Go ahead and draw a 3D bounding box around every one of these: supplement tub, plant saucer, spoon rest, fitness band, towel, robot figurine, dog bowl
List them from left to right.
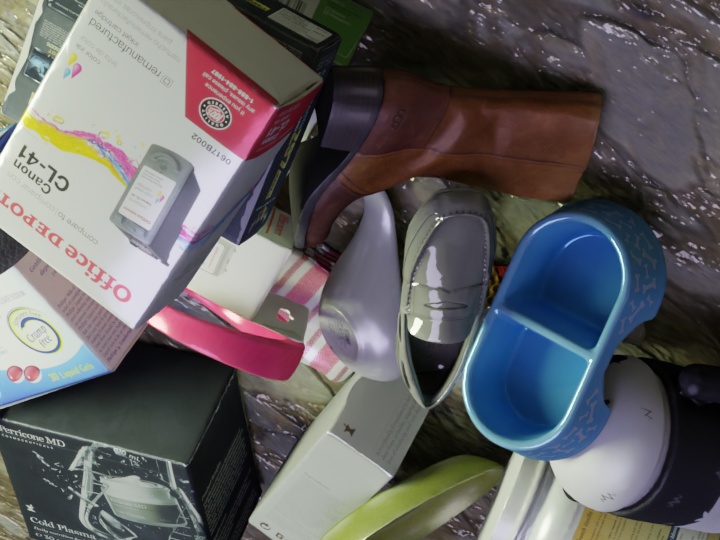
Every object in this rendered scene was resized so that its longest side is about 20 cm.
[{"bbox_3d":[-0.115,0.032,1.667,0.143,0.038,0.200,25,-173,-16],"label":"fitness band"},{"bbox_3d":[-0.070,0.017,1.773,0.200,0.030,0.146,30,144,-8],"label":"towel"},{"bbox_3d":[0.000,0.000,1.663,0.099,0.061,0.200,32,142,42],"label":"spoon rest"},{"bbox_3d":[0.034,0.212,1.856,0.031,0.200,0.200,58,145,13],"label":"plant saucer"},{"bbox_3d":[0.142,0.044,1.556,0.111,0.200,0.050,29,-167,25],"label":"dog bowl"},{"bbox_3d":[0.207,0.223,1.779,0.200,0.145,0.145,24,144,0],"label":"supplement tub"},{"bbox_3d":[0.236,0.131,1.642,0.199,0.151,0.125,13,-171,-29],"label":"robot figurine"}]

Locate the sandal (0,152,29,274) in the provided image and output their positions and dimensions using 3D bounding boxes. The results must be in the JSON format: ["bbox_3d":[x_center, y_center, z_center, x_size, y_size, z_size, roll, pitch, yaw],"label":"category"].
[{"bbox_3d":[-0.264,-0.066,1.665,0.076,0.200,0.043,49,172,-29],"label":"sandal"}]

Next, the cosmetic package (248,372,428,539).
[{"bbox_3d":[-0.016,0.164,1.863,0.074,0.102,0.200,35,144,-5],"label":"cosmetic package"}]

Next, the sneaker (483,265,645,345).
[{"bbox_3d":[0.121,0.040,1.657,0.200,0.075,0.090,-8,128,37],"label":"sneaker"}]

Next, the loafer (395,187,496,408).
[{"bbox_3d":[0.062,0.021,1.553,0.070,0.070,0.200,-1,139,-5],"label":"loafer"}]

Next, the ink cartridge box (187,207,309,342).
[{"bbox_3d":[-0.115,-0.028,1.642,0.200,0.117,0.068,29,102,-5],"label":"ink cartridge box"}]

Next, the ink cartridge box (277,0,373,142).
[{"bbox_3d":[-0.076,-0.135,1.560,0.104,0.059,0.200,27,144,-4],"label":"ink cartridge box"}]

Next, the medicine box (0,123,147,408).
[{"bbox_3d":[-0.298,0.000,1.796,0.182,0.103,0.200,-18,121,45],"label":"medicine box"}]

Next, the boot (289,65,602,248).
[{"bbox_3d":[0.055,-0.074,1.535,0.199,0.069,0.189,5,137,-15],"label":"boot"}]

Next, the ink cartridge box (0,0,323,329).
[{"bbox_3d":[-0.141,-0.085,1.410,0.147,0.086,0.200,37,116,4],"label":"ink cartridge box"}]

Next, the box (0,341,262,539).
[{"bbox_3d":[-0.210,0.167,1.964,0.199,0.124,0.197,12,140,16],"label":"box"}]

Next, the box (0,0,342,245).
[{"bbox_3d":[-0.131,-0.133,1.465,0.200,0.051,0.158,29,116,10],"label":"box"}]
